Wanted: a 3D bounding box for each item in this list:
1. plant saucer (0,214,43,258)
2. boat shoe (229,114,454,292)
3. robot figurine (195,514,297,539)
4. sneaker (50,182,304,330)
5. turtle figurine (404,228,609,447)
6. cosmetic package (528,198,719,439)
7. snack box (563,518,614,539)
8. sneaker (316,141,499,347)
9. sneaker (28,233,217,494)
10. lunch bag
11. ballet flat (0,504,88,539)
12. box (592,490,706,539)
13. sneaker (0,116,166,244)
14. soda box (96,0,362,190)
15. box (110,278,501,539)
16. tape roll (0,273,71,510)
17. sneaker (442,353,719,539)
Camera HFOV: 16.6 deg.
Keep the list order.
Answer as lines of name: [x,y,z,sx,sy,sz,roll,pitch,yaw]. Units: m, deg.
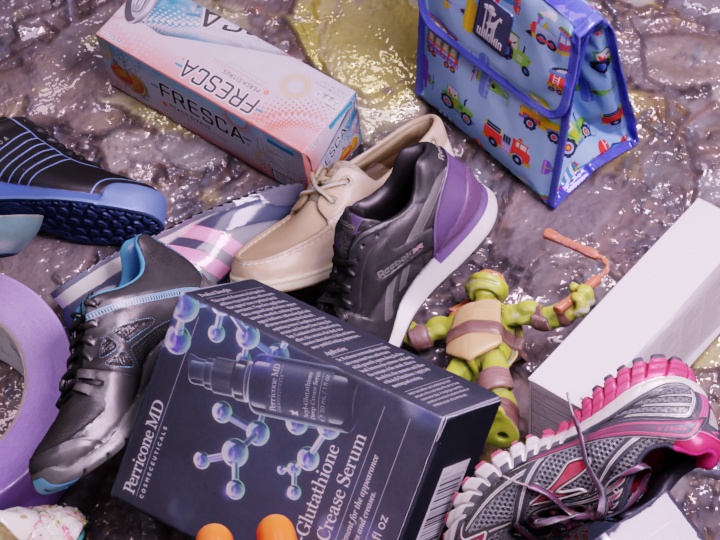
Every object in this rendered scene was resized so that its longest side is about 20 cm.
plant saucer: [-0.318,-0.016,1.714,0.199,0.200,0.028,-7,89,1]
boat shoe: [-0.014,-0.047,1.733,0.200,0.065,0.072,-30,29,-28]
robot figurine: [-0.059,0.250,1.477,0.143,0.117,0.201,12,55,-33]
sneaker: [-0.116,0.006,1.750,0.200,0.070,0.082,-27,88,-17]
turtle figurine: [0.071,0.055,1.689,0.199,0.065,0.162,-5,46,20]
cosmetic package: [0.187,0.045,1.655,0.051,0.083,0.200,30,56,25]
snack box: [0.131,0.189,1.621,0.072,0.024,0.201,9,59,9]
sneaker: [0.000,0.000,1.671,0.200,0.088,0.076,-53,39,-5]
sneaker: [-0.171,0.063,1.643,0.082,0.073,0.200,45,53,-16]
lunch bag: [0.115,-0.167,1.745,0.094,0.200,0.151,-38,61,-18]
ballet flat: [-0.236,0.193,1.581,0.075,0.064,0.200,-23,17,29]
box: [0.156,0.271,1.500,0.200,0.104,0.182,-33,71,-15]
sneaker: [-0.230,-0.071,1.793,0.199,0.070,0.078,7,65,13]
soda box: [-0.096,-0.135,1.827,0.200,0.064,0.068,31,65,21]
box: [-0.035,0.113,1.598,0.200,0.107,0.149,24,103,20]
tape roll: [-0.289,0.096,1.697,0.199,0.066,0.201,-3,57,5]
sneaker: [0.135,0.136,1.555,0.200,0.081,0.075,-40,48,17]
